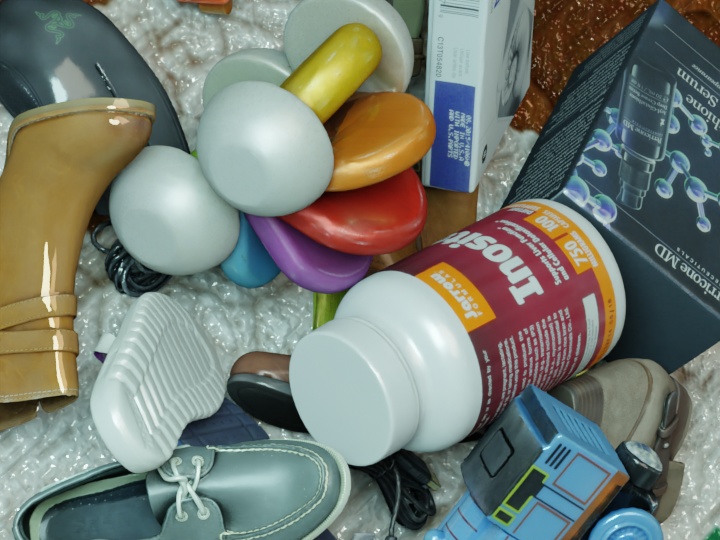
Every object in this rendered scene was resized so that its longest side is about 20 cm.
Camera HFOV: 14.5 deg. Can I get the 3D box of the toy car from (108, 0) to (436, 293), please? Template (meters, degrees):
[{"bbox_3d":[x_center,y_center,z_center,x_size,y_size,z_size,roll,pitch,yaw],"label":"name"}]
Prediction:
[{"bbox_3d":[-0.036,-0.058,1.675,0.150,0.200,0.175,49,43,-11],"label":"toy car"}]

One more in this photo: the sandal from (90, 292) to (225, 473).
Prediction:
[{"bbox_3d":[-0.129,0.065,1.634,0.083,0.050,0.203,62,15,-6],"label":"sandal"}]

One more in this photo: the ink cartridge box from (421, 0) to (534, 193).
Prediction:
[{"bbox_3d":[0.086,-0.183,1.801,0.040,0.200,0.200,10,37,12],"label":"ink cartridge box"}]

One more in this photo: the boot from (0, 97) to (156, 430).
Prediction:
[{"bbox_3d":[-0.177,-0.001,1.621,0.074,0.200,0.155,11,59,-40],"label":"boot"}]

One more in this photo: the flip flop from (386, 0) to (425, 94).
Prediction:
[{"bbox_3d":[0.012,-0.144,1.819,0.081,0.058,0.200,21,43,-9],"label":"flip flop"}]

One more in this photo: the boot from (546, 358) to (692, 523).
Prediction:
[{"bbox_3d":[0.146,0.151,1.802,0.146,0.070,0.201,11,104,-52],"label":"boot"}]

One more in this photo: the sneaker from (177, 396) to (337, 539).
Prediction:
[{"bbox_3d":[-0.079,0.152,1.685,0.074,0.082,0.200,-3,50,-46],"label":"sneaker"}]

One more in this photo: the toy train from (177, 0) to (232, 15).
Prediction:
[{"bbox_3d":[-0.024,-0.199,1.823,0.150,0.199,0.056,-63,148,-49],"label":"toy train"}]

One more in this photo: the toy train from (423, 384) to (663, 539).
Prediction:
[{"bbox_3d":[0.092,0.170,1.676,0.114,0.087,0.200,33,104,-22],"label":"toy train"}]

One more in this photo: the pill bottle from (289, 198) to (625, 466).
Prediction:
[{"bbox_3d":[0.057,0.040,1.697,0.200,0.113,0.113,-27,86,-39],"label":"pill bottle"}]

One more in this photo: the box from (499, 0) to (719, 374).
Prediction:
[{"bbox_3d":[0.192,-0.051,1.870,0.148,0.107,0.200,38,51,-11],"label":"box"}]

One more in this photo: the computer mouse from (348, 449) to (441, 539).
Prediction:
[{"bbox_3d":[-0.001,0.197,1.717,0.110,0.044,0.201,41,54,-52],"label":"computer mouse"}]

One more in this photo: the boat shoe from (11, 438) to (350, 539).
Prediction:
[{"bbox_3d":[-0.105,0.136,1.615,0.062,0.199,0.073,34,47,-67],"label":"boat shoe"}]

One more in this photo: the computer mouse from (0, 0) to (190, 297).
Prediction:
[{"bbox_3d":[-0.151,-0.097,1.752,0.200,0.053,0.138,50,58,-3],"label":"computer mouse"}]

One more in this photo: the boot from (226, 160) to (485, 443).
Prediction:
[{"bbox_3d":[0.000,0.000,1.773,0.188,0.068,0.201,5,73,-24],"label":"boot"}]

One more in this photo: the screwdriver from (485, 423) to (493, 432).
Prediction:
[{"bbox_3d":[0.071,0.145,1.798,0.029,0.028,0.200,51,54,-38],"label":"screwdriver"}]

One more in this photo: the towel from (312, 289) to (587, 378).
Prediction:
[{"bbox_3d":[0.062,0.016,1.844,0.199,0.018,0.086,10,66,-24],"label":"towel"}]
